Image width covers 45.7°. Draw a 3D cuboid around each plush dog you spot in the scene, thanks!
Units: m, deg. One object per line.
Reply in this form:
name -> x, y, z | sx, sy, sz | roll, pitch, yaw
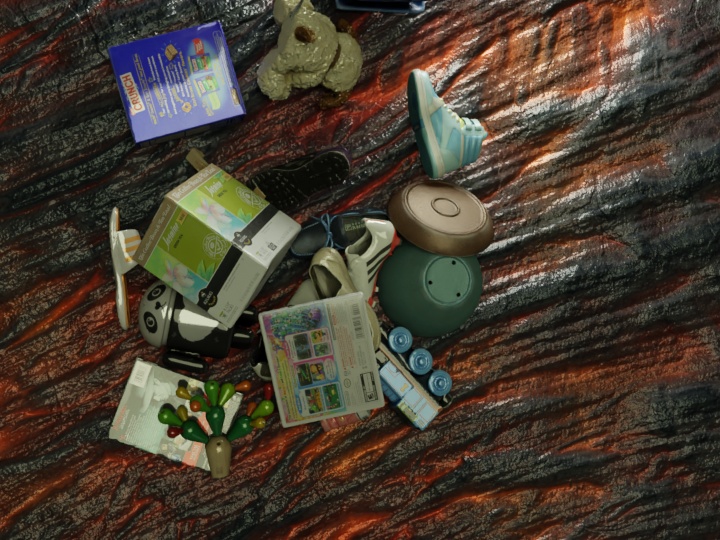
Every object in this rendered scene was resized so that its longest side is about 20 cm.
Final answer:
plush dog -> -0.068, -0.387, 1.518 | 0.170, 0.160, 0.203 | 16, 85, -37

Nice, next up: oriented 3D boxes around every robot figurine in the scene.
robot figurine -> -0.276, 0.081, 1.448 | 0.197, 0.151, 0.126 | 12, 122, -11

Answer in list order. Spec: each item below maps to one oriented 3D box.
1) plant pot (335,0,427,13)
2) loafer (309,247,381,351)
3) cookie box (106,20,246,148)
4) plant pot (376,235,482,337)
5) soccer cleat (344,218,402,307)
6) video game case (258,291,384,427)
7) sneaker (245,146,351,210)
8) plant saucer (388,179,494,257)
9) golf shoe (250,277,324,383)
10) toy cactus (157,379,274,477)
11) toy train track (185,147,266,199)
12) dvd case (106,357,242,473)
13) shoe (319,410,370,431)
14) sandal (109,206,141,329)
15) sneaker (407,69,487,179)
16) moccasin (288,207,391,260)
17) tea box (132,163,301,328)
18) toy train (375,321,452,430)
plant pot -> 0.048, -0.568, 1.519 | 0.197, 0.180, 0.203 | -1, 87, -11
loafer -> -0.036, 0.059, 1.473 | 0.075, 0.068, 0.202 | -32, 86, 31
cookie box -> -0.318, -0.322, 1.486 | 0.197, 0.075, 0.174 | -16, 91, -12
plant pot -> 0.138, 0.020, 1.531 | 0.197, 0.135, 0.203 | 1, 87, -12
soccer cleat -> 0.000, 0.000, 1.515 | 0.084, 0.069, 0.202 | 17, 107, -28
video game case -> -0.065, 0.151, 1.442 | 0.179, 0.024, 0.203 | -11, 101, 0
sneaker -> -0.107, -0.167, 1.531 | 0.197, 0.088, 0.077 | -15, 110, 11
plant saucer -> 0.149, -0.103, 1.524 | 0.197, 0.202, 0.035 | 8, 130, -11
golf shoe -> -0.125, 0.099, 1.487 | 0.077, 0.094, 0.202 | 17, 79, 34
toy cactus -> -0.239, 0.270, 1.452 | 0.197, 0.102, 0.168 | -6, 99, -21
toy train track -> -0.228, -0.137, 1.507 | 0.200, 0.033, 0.115 | 47, 121, 0
dvd case -> -0.321, 0.253, 1.484 | 0.198, 0.022, 0.148 | 21, 83, -11
shoe -> -0.056, 0.180, 1.515 | 0.090, 0.071, 0.203 | -21, 78, 7
sandal -> -0.392, -0.005, 1.459 | 0.058, 0.079, 0.210 | -6, 97, -13
sneaker -> 0.163, -0.281, 1.582 | 0.129, 0.079, 0.203 | -15, 99, -10
moccasin -> -0.038, -0.077, 1.533 | 0.198, 0.068, 0.081 | -23, 92, -12
tea box -> -0.230, -0.047, 1.401 | 0.195, 0.200, 0.134 | 33, 115, -2
toy train -> 0.077, 0.188, 1.532 | 0.114, 0.087, 0.200 | -45, 96, -14
